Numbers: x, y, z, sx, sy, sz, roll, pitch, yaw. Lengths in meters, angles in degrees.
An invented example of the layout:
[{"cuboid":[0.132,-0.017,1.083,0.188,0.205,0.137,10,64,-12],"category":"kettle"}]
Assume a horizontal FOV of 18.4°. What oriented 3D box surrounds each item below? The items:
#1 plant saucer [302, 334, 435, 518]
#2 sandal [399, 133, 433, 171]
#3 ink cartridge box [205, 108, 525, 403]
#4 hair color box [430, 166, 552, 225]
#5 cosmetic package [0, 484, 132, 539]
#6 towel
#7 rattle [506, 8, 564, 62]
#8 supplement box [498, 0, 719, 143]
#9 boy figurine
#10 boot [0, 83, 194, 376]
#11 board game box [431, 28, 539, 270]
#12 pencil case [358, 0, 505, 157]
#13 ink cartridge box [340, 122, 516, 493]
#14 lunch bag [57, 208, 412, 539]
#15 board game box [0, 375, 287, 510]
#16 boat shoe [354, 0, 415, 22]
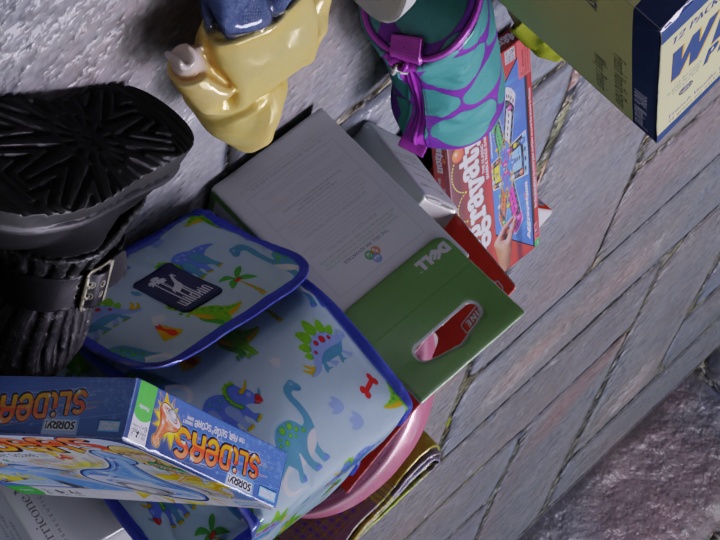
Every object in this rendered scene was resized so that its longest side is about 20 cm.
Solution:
[{"cuboid":[-0.017,0.083,1.618,0.051,0.201,0.201,23,112,-45],"category":"plant saucer"},{"cuboid":[0.020,-0.036,1.709,0.075,0.045,0.201,-26,154,-53],"category":"sandal"},{"cuboid":[0.000,0.000,1.453,0.104,0.200,0.059,-37,164,-28],"category":"ink cartridge box"},{"cuboid":[0.081,-0.030,1.859,0.111,0.064,0.200,-52,163,12],"category":"hair color box"},{"cuboid":[-0.165,0.119,1.427,0.199,0.113,0.081,-30,170,-40],"category":"cosmetic package"},{"cuboid":[-0.044,0.130,1.678,0.144,0.200,0.023,-45,146,-3],"category":"towel"},{"cuboid":[0.171,-0.251,1.552,0.143,0.129,0.202,-38,139,-66],"category":"rattle"},{"cuboid":[0.152,-0.216,1.329,0.134,0.200,0.200,-45,164,-6],"category":"supplement box"},{"cuboid":[-0.059,-0.136,1.220,0.124,0.064,0.200,-41,164,-21],"category":"boy figurine"},{"cuboid":[-0.180,-0.009,1.177,0.158,0.079,0.211,-54,164,24],"category":"boot"},{"cuboid":[0.097,-0.078,1.712,0.103,0.019,0.201,-36,137,-32],"category":"board game box"},{"cuboid":[0.048,-0.144,1.447,0.093,0.085,0.200,-60,166,-9],"category":"pencil case"},{"cuboid":[-0.004,0.026,1.562,0.043,0.174,0.200,22,113,-44],"category":"ink cartridge box"},{"cuboid":[-0.094,0.067,1.370,0.170,0.200,0.128,-32,167,-44],"category":"lunch bag"},{"cuboid":[-0.159,0.094,1.235,0.135,0.199,0.035,32,64,-48],"category":"board game box"},{"cuboid":[0.026,-0.215,1.241,0.064,0.071,0.200,-39,161,-23],"category":"boat shoe"}]
